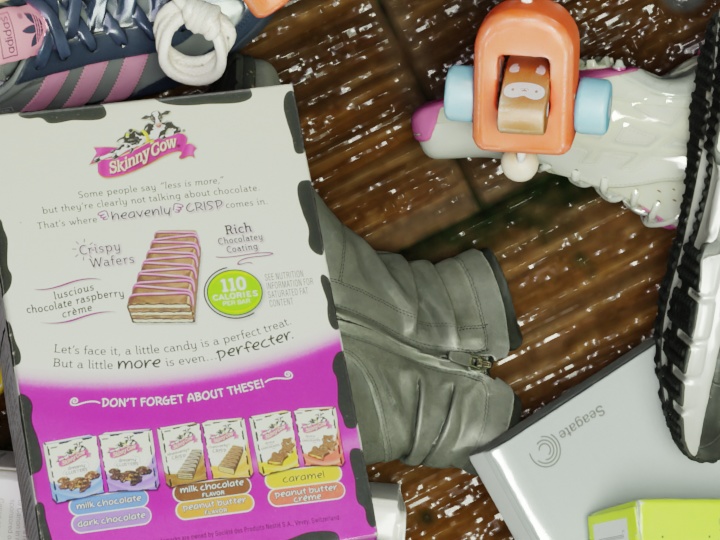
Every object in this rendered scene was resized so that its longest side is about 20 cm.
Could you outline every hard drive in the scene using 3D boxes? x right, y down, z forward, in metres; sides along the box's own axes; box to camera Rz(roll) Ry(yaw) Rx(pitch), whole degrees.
[{"bbox_3d":[0.149,0.136,1.325,0.132,0.027,0.200,-31,93,-28],"label":"hard drive"}]

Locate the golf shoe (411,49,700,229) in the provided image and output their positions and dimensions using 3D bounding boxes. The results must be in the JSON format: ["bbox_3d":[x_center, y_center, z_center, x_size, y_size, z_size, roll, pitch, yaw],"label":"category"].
[{"bbox_3d":[0.124,-0.053,1.326,0.200,0.075,0.092,-5,96,3],"label":"golf shoe"}]

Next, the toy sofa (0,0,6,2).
[{"bbox_3d":[-0.223,-0.186,1.292,0.083,0.098,0.200,-23,63,-30],"label":"toy sofa"}]

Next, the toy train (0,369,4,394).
[{"bbox_3d":[-0.209,0.009,1.322,0.150,0.056,0.200,36,123,7],"label":"toy train"}]

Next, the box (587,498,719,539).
[{"bbox_3d":[0.198,0.161,1.302,0.200,0.048,0.122,3,78,-27],"label":"box"}]

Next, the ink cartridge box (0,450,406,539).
[{"bbox_3d":[-0.083,0.162,1.336,0.200,0.083,0.147,5,93,1],"label":"ink cartridge box"}]

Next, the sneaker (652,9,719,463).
[{"bbox_3d":[0.174,-0.010,1.276,0.080,0.074,0.200,7,106,-9],"label":"sneaker"}]

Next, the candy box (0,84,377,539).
[{"bbox_3d":[-0.079,0.031,1.230,0.136,0.061,0.200,-6,72,-13],"label":"candy box"}]

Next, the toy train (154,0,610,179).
[{"bbox_3d":[0.007,-0.109,1.246,0.200,0.056,0.150,9,117,7],"label":"toy train"}]

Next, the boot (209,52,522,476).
[{"bbox_3d":[0.000,0.000,1.341,0.131,0.068,0.200,-3,76,-19],"label":"boot"}]

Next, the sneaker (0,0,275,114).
[{"bbox_3d":[-0.131,-0.104,1.324,0.200,0.082,0.070,-19,90,2],"label":"sneaker"}]
